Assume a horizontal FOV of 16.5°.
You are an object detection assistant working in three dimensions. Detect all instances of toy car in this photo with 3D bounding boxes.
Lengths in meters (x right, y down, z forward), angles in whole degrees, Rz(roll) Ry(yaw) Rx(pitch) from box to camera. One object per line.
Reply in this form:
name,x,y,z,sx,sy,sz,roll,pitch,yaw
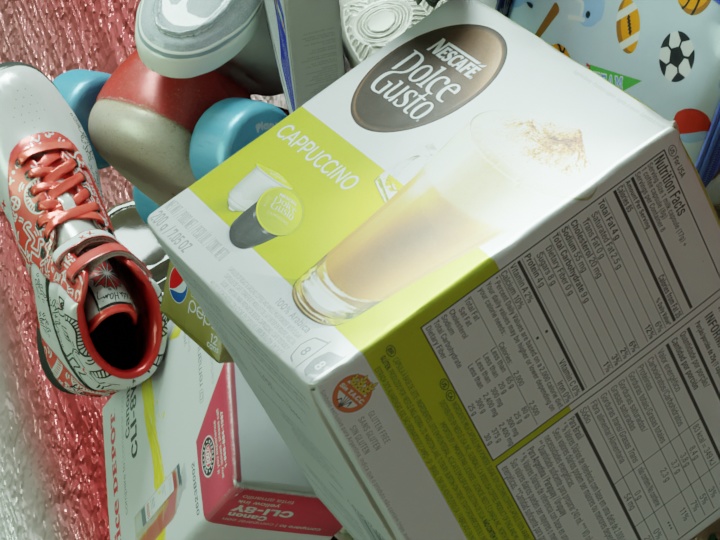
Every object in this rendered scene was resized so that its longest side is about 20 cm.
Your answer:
toy car,-0.062,-0.122,1.525,0.184,0.177,0.201,14,73,46

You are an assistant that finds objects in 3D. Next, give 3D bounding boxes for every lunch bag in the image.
lunch bag,0.146,-0.133,1.204,0.200,0.075,0.161,47,130,45

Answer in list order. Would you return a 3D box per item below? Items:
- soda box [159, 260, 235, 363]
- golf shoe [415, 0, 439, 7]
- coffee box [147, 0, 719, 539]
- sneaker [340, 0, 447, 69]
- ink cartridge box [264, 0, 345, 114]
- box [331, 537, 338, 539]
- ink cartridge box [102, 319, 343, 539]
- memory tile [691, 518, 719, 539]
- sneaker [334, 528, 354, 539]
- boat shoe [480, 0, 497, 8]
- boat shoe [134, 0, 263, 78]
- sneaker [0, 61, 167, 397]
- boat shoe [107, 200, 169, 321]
soda box,0.000,0.000,1.286,0.064,0.199,0.068,37,121,47
golf shoe,0.030,-0.203,1.231,0.094,0.078,0.200,-41,27,17
coffee box,0.056,0.026,1.154,0.200,0.197,0.200,42,165,55
sneaker,0.022,-0.139,1.406,0.201,0.075,0.085,-108,-2,-48
ink cartridge box,-0.034,-0.148,1.338,0.200,0.037,0.095,91,166,-66
box,-0.040,0.107,1.526,0.050,0.075,0.201,15,105,61
ink cartridge box,-0.076,0.103,1.411,0.200,0.083,0.146,130,140,-52
memory tile,0.159,0.176,1.241,0.153,0.017,0.201,-34,62,55
sneaker,0.017,0.110,1.383,0.076,0.077,0.201,-24,78,65
boat shoe,0.078,-0.205,1.327,0.073,0.066,0.201,35,120,54
boat shoe,-0.076,-0.199,1.442,0.072,0.070,0.201,90,-157,-52
sneaker,-0.163,-0.026,1.423,0.108,0.067,0.203,-5,99,65
boat shoe,-0.112,0.041,1.664,0.200,0.072,0.068,59,164,33
